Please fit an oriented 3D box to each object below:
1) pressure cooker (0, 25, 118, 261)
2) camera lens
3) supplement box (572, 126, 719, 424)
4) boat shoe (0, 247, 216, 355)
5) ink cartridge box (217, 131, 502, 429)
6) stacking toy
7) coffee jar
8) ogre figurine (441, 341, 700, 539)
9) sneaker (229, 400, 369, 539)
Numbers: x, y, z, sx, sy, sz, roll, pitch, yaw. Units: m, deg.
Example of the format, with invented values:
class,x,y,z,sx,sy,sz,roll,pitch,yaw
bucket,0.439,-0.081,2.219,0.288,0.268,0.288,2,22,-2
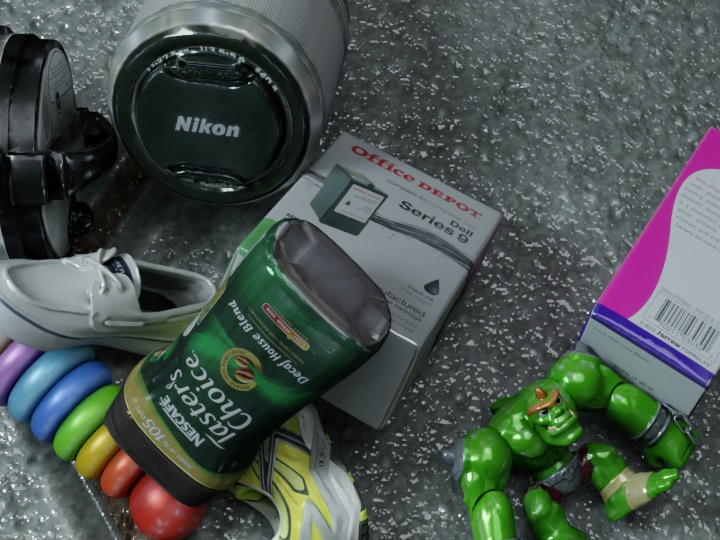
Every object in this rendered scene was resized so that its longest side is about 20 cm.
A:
class,x,y,z,sx,sy,sz,roll,pitch,yaw
pressure cooker,-0.274,-0.083,1.209,0.197,0.179,0.178,0,59,2
camera lens,-0.093,-0.159,1.258,0.158,0.161,0.201,14,37,0
supplement box,0.253,0.007,1.277,0.101,0.104,0.201,32,64,11
boat shoe,-0.182,0.013,1.175,0.199,0.065,0.074,6,45,-55
ink cartridge box,0.000,0.000,1.214,0.145,0.085,0.200,28,35,6
stacking toy,-0.186,0.111,1.186,0.200,0.085,0.085,44,65,8
coffee jar,-0.078,0.065,1.102,0.104,0.200,0.085,43,30,-4
ogre figurine,0.140,0.139,1.201,0.199,0.098,0.120,-37,88,-2
sneaker,-0.066,0.118,1.193,0.076,0.076,0.201,-21,65,-18
